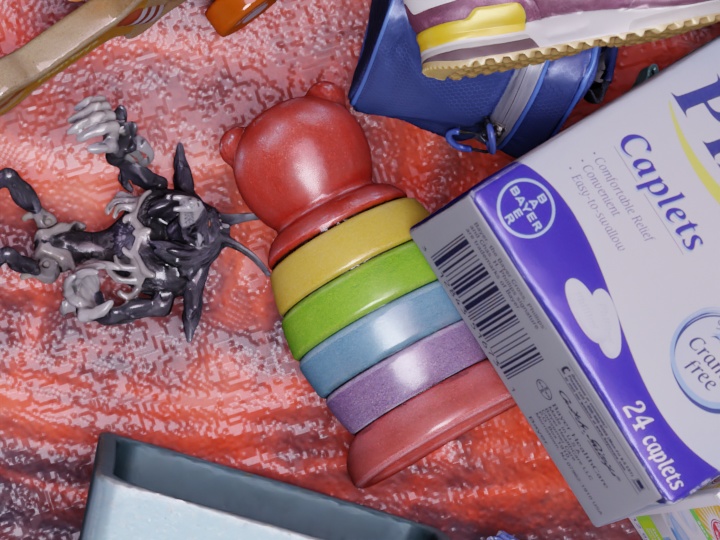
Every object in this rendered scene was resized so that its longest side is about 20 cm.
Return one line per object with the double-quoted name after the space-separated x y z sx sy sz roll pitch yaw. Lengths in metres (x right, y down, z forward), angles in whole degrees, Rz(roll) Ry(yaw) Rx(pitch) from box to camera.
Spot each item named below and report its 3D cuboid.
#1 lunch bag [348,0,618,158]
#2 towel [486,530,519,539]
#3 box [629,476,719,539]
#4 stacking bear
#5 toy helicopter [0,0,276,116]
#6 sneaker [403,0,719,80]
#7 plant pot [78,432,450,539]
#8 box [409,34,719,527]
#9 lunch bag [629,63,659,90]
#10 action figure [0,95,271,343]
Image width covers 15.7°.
0.080 -0.155 1.392 0.132 0.136 0.201 15 71 -6 "lunch bag"
0.132 0.239 1.358 0.200 0.024 0.145 25 105 23 "towel"
0.228 0.137 1.355 0.101 0.200 0.113 -34 89 -10 "box"
0.000 0.000 1.384 0.121 0.114 0.200 -30 82 6 "stacking bear"
-0.128 -0.139 1.373 0.200 0.132 0.079 -36 89 -10 "toy helicopter"
0.118 -0.155 1.287 0.199 0.075 0.090 -13 90 -13 "sneaker"
-0.067 0.212 1.319 0.196 0.196 0.201 17 92 -6 "plant pot"
0.163 -0.002 1.319 0.200 0.105 0.184 -32 88 -21 "box"
0.168 -0.021 1.429 0.200 0.077 0.161 -36 88 -10 "lunch bag"
-0.145 -0.022 1.374 0.199 0.102 0.119 -3 72 -7 "action figure"
